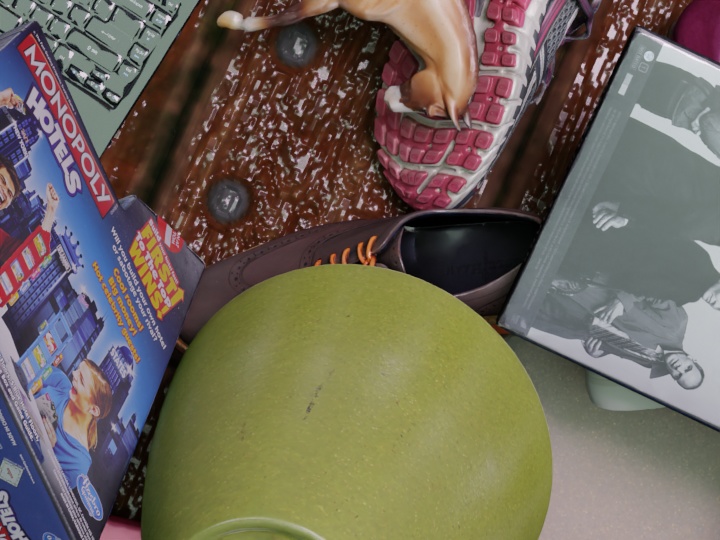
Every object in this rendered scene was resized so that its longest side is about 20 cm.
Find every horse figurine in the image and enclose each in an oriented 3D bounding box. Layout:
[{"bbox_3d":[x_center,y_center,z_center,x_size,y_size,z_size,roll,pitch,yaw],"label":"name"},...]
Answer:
[{"bbox_3d":[0.012,-0.175,1.266,0.132,0.050,0.201,11,81,28],"label":"horse figurine"}]

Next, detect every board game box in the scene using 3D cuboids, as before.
[{"bbox_3d":[-0.147,0.003,1.190,0.061,0.200,0.201,-14,110,24],"label":"board game box"}]

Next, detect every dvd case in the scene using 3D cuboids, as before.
[{"bbox_3d":[0.182,-0.001,1.202,0.199,0.025,0.151,25,99,0],"label":"dvd case"}]

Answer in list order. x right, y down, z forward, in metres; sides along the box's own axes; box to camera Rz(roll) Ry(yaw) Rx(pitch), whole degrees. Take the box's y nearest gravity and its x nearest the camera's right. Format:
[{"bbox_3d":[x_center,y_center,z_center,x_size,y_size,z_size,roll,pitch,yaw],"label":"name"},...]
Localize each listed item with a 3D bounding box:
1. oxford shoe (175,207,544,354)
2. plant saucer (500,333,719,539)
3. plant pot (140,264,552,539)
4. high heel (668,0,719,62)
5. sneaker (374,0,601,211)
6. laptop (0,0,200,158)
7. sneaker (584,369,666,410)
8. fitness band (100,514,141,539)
[{"bbox_3d":[0.000,0.000,1.263,0.199,0.073,0.072,-11,70,6],"label":"oxford shoe"},{"bbox_3d":[0.116,0.100,1.304,0.199,0.034,0.201,0,90,-5],"label":"plant saucer"},{"bbox_3d":[-0.021,0.113,1.151,0.186,0.200,0.188,3,106,11],"label":"plant pot"},{"bbox_3d":[0.199,-0.039,1.281,0.067,0.096,0.201,-14,90,-5],"label":"high heel"},{"bbox_3d":[0.076,-0.116,1.286,0.080,0.075,0.201,32,100,39],"label":"sneaker"},{"bbox_3d":[-0.156,-0.166,1.250,0.177,0.103,0.201,33,87,-3],"label":"laptop"},{"bbox_3d":[0.189,-0.002,1.249,0.199,0.074,0.082,-23,102,1],"label":"sneaker"},{"bbox_3d":[-0.122,0.192,1.282,0.199,0.037,0.144,15,88,-6],"label":"fitness band"}]
